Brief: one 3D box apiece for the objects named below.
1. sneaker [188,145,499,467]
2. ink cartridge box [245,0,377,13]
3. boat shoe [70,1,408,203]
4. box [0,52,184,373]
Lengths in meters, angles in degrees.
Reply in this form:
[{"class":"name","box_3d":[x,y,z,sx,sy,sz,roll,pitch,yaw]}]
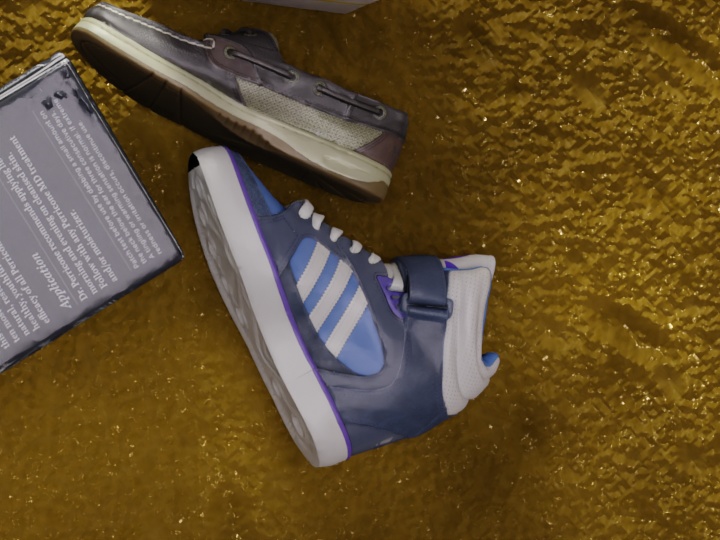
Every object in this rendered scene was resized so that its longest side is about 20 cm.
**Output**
[{"class":"sneaker","box_3d":[0.000,0.000,1.218,0.146,0.081,0.200,-24,93,-15]},{"class":"ink cartridge box","box_3d":[-0.043,-0.214,1.134,0.125,0.200,0.129,7,91,-9]},{"class":"boat shoe","box_3d":[-0.066,-0.106,1.207,0.200,0.073,0.065,28,77,-12]},{"class":"box","box_3d":[-0.211,-0.011,1.118,0.196,0.200,0.124,-31,97,-6]}]
